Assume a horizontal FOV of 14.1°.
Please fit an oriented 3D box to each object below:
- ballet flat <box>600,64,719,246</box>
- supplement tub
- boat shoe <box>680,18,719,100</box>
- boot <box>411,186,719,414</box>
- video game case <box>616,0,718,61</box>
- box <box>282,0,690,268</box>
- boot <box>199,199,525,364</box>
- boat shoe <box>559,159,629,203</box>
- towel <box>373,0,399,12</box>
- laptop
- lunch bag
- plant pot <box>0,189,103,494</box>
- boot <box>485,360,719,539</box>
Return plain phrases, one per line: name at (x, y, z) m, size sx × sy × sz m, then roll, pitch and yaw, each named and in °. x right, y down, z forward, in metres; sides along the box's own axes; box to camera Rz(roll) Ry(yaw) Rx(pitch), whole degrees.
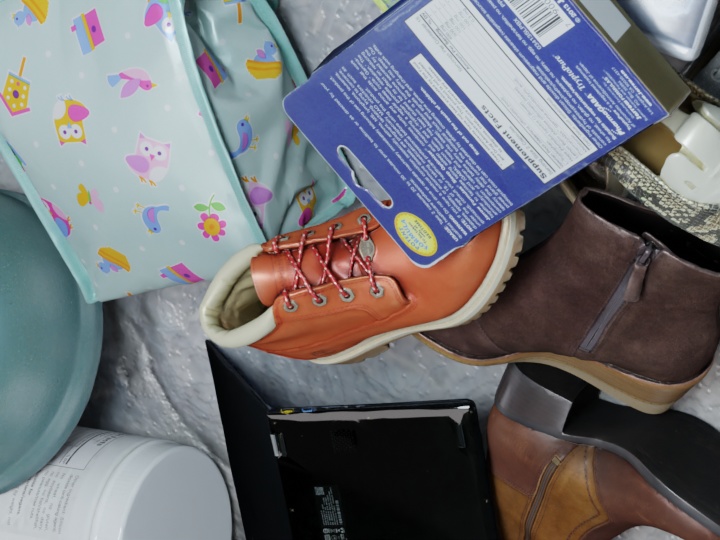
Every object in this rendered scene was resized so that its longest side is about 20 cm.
ballet flat at (0.143, -0.079, 1.464) m, size 0.200 × 0.068 × 0.075 m, roll 38°, pitch 171°, yaw 10°
supplement tub at (-0.198, 0.164, 1.885) m, size 0.199 × 0.132 × 0.133 m, roll 7°, pitch 118°, yaw 31°
boat shoe at (0.197, -0.125, 1.492) m, size 0.065 × 0.075 × 0.202 m, roll 22°, pitch 134°, yaw 3°
boot at (0.107, -0.003, 1.597) m, size 0.199 × 0.073 × 0.167 m, roll 22°, pitch 148°, yaw 6°
video game case at (0.099, -0.220, 1.421) m, size 0.199 × 0.023 × 0.183 m, roll 20°, pitch 104°, yaw 12°
box at (0.057, -0.088, 1.455) m, size 0.121 × 0.032 × 0.200 m, roll 49°, pitch 136°, yaw -8°
boot at (0.000, 0.000, 1.575) m, size 0.200 × 0.107 × 0.075 m, roll -32°, pitch 62°, yaw 42°
boat shoe at (0.105, -0.128, 1.561) m, size 0.072 × 0.065 × 0.201 m, roll -9°, pitch 109°, yaw 37°
towel at (0.072, -0.211, 1.518) m, size 0.200 × 0.023 × 0.144 m, roll -41°, pitch 85°, yaw 18°
laptop at (-0.001, 0.144, 1.791) m, size 0.199 × 0.116 × 0.188 m, roll -4°, pitch 114°, yaw 16°
lunch bag at (-0.121, -0.096, 1.698) m, size 0.170 × 0.122 × 0.201 m, roll -10°, pitch 114°, yaw 38°
plant pot at (-0.278, 0.035, 1.806) m, size 0.199 × 0.134 × 0.201 m, roll -7°, pitch 75°, yaw 30°
boot at (0.137, 0.166, 1.700) m, size 0.188 × 0.068 × 0.201 m, roll 28°, pitch 128°, yaw 18°
